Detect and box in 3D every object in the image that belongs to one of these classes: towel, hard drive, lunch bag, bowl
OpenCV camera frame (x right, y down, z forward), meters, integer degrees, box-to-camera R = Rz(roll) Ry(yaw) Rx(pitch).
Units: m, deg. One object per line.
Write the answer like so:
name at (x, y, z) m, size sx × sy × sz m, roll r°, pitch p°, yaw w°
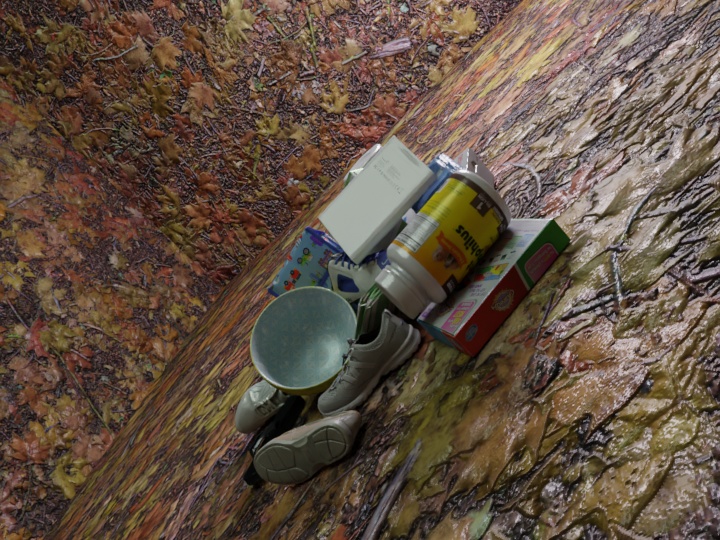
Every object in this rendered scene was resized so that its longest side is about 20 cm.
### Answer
towel at (0.050, 0.037, 1.107) m, size 0.201 × 0.023 × 0.155 m, roll -49°, pitch -21°, yaw -35°
hard drive at (0.027, -0.125, 1.178) m, size 0.200 × 0.027 × 0.132 m, roll -46°, pitch 50°, yaw 6°
lunch bag at (-0.058, 0.036, 1.331) m, size 0.153 × 0.198 × 0.094 m, roll -57°, pitch -19°, yaw 8°
bowl at (-0.092, 0.143, 1.214) m, size 0.201 × 0.197 × 0.109 m, roll -52°, pitch -27°, yaw -24°
towel at (0.141, -0.127, 1.139) m, size 0.112 × 0.048 × 0.201 m, roll -51°, pitch 26°, yaw 10°

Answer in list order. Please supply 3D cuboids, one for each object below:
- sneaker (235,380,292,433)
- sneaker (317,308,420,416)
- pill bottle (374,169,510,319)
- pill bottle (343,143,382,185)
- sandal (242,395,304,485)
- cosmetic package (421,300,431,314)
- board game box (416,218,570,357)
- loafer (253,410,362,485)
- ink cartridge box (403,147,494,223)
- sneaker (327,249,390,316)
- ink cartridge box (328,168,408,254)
sneaker at (-0.173, 0.245, 1.318) m, size 0.200 × 0.070 × 0.080 m, roll -46°, pitch 16°, yaw 3°
sneaker at (-0.001, 0.139, 1.040) m, size 0.200 × 0.082 × 0.075 m, roll -45°, pitch 13°, yaw 9°
pill bottle at (0.111, -0.034, 0.944) m, size 0.201 × 0.109 × 0.109 m, roll -48°, pitch 13°, yaw -5°
pill bottle at (0.067, -0.156, 1.428) m, size 0.113 × 0.200 × 0.113 m, roll -42°, pitch 13°, yaw 12°
sandal at (-0.162, 0.293, 1.194) m, size 0.076 × 0.043 × 0.202 m, roll -38°, pitch 16°, yaw 35°
cosmetic package at (0.145, -0.020, 1.111) m, size 0.082 × 0.051 × 0.202 m, roll -37°, pitch 17°, yaw 41°
board game box at (0.176, 0.016, 0.925) m, size 0.201 × 0.040 × 0.153 m, roll -49°, pitch 13°, yaw -6°
loafer at (-0.074, 0.258, 0.990) m, size 0.198 × 0.073 × 0.063 m, roll -30°, pitch 3°, yaw 35°
ink cartridge box at (0.156, -0.118, 1.282) m, size 0.199 × 0.084 × 0.146 m, roll -40°, pitch 16°, yaw 28°
sneaker at (0.000, 0.000, 1.202) m, size 0.080 × 0.115 × 0.200 m, roll -39°, pitch -6°, yaw -46°
ink cartridge box at (0.033, -0.071, 1.254) m, size 0.047 × 0.200 × 0.148 m, roll -18°, pitch -38°, yaw -45°
